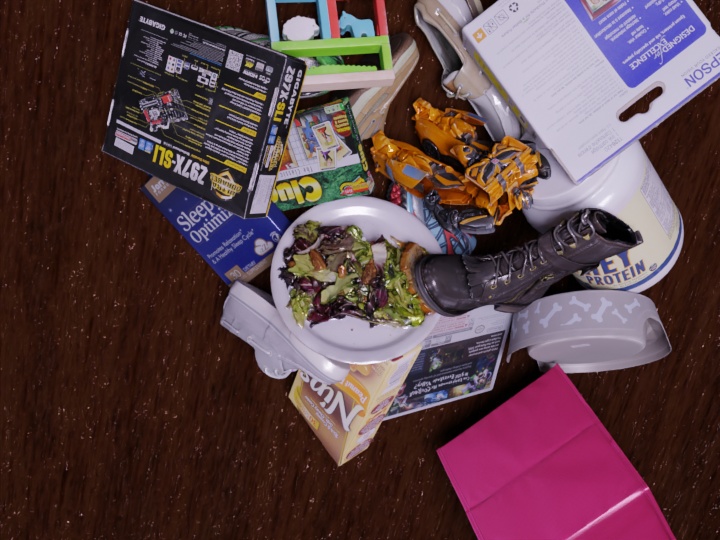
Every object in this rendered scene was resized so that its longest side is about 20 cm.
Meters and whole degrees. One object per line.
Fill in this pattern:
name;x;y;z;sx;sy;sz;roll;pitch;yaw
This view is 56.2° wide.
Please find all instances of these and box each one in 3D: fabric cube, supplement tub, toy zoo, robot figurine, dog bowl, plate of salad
fabric cube;0.249;0.289;0.861;0.197;0.202;0.197;-35;131;6
supplement tub;0.270;-0.078;0.774;0.145;0.146;0.199;-45;127;9
toy zoo;-0.039;-0.293;0.716;0.127;0.020;0.207;-5;82;-10
robot figurine;0.106;-0.116;0.731;0.144;0.198;0.059;-41;137;-17
dog bowl;0.277;0.079;0.838;0.193;0.201;0.061;2;69;-7
plate of salad;0.000;0.000;0.723;0.193;0.206;0.048;-3;153;-5

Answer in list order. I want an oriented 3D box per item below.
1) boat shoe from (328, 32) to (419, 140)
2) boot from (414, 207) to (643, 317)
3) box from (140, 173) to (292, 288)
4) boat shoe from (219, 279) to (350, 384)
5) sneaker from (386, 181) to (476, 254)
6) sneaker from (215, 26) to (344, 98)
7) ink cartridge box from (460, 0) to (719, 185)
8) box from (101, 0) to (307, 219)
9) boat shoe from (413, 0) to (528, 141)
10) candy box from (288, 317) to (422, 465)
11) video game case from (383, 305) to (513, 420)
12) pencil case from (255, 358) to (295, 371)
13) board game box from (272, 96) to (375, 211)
boat shoe;0.002;-0.181;0.787;0.076;0.072;0.199;37;111;-28
boot;0.169;-0.016;0.683;0.195;0.071;0.173;2;155;-36
box;-0.173;-0.080;0.787;0.120;0.033;0.201;-31;108;32
boat shoe;-0.093;0.081;0.757;0.071;0.197;0.070;21;99;-58
sneaker;0.095;-0.036;0.843;0.093;0.079;0.204;-25;117;-10
sneaker;-0.113;-0.228;0.743;0.193;0.085;0.081;-3;109;-4
ink cartridge box;0.236;-0.224;0.686;0.195;0.047;0.203;-35;84;6
box;-0.165;-0.166;0.694;0.196;0.049;0.164;24;107;19
boat shoe;0.124;-0.226;0.771;0.067;0.075;0.204;-29;99;-13
candy box;-0.013;0.122;0.800;0.054;0.116;0.203;-18;144;-40
video game case;0.105;0.093;0.847;0.195;0.023;0.187;-9;123;-28
pencil case;-0.056;0.031;0.838;0.085;0.084;0.201;41;99;7
board game box;-0.088;-0.121;0.765;0.194;0.024;0.107;-9;120;24
